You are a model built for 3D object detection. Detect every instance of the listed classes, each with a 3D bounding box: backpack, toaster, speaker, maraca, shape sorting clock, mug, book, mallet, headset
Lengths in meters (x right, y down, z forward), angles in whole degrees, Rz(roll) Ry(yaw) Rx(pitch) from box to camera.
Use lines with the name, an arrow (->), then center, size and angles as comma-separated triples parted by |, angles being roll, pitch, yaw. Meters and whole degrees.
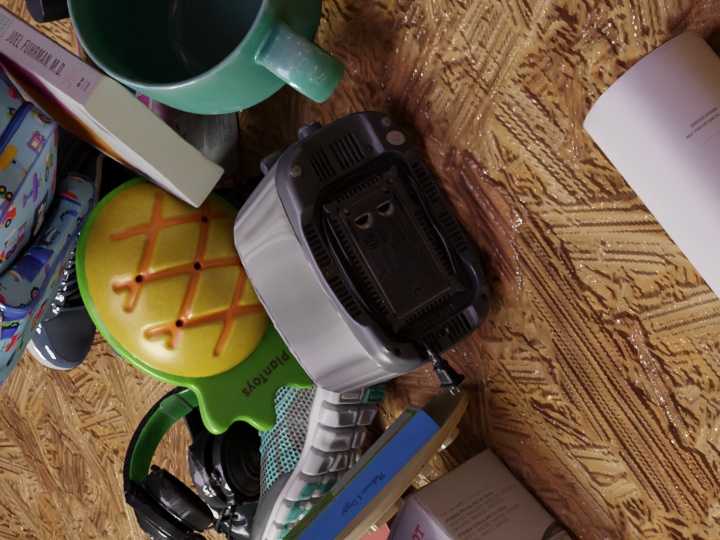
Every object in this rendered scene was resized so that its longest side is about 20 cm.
backpack -> -0.264, -0.038, 1.323 | 0.134, 0.183, 0.201 | 27, 129, -3
toaster -> 0.000, 0.000, 1.292 | 0.201, 0.113, 0.129 | 59, 152, 0
speaker -> 0.205, -0.027, 1.000 | 0.201, 0.081, 0.081 | 53, 148, 13
maraca -> -0.114, 0.023, 1.358 | 0.200, 0.137, 0.107 | 48, 160, -6
shape sorting clock -> 0.005, 0.157, 1.325 | 0.039, 0.200, 0.200 | 44, 147, 1
mug -> -0.096, -0.166, 1.256 | 0.151, 0.114, 0.187 | -25, 74, 17
book -> -0.197, -0.124, 1.329 | 0.199, 0.048, 0.134 | 34, 175, 43
mallet -> -0.279, -0.255, 1.541 | 0.199, 0.066, 0.041 | 36, 139, 37
headset -> -0.131, 0.162, 1.484 | 0.094, 0.123, 0.201 | 42, -164, -43

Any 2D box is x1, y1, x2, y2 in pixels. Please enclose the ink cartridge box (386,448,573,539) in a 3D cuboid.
ink cartridge box -> 0.108, 0.247, 1.349 | 0.200, 0.083, 0.146 | 48, 146, 23

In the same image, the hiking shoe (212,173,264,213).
hiking shoe -> -0.102, -0.010, 1.463 | 0.199, 0.075, 0.102 | -12, 100, 57

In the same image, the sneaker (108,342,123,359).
sneaker -> -0.095, 0.052, 1.519 | 0.198, 0.088, 0.075 | 16, 107, 22

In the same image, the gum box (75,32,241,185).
gum box -> -0.154, -0.157, 1.434 | 0.113, 0.066, 0.202 | 31, 138, 38

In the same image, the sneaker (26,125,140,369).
sneaker -> -0.206, -0.008, 1.463 | 0.145, 0.076, 0.205 | 18, 115, 47

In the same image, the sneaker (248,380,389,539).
sneaker -> -0.045, 0.122, 1.438 | 0.091, 0.077, 0.202 | 33, 107, 37

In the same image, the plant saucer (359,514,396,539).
plant saucer -> 0.004, 0.245, 1.544 | 0.200, 0.037, 0.201 | -26, 91, 58

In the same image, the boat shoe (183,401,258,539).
boat shoe -> -0.105, 0.182, 1.557 | 0.074, 0.065, 0.201 | -43, 54, 53
